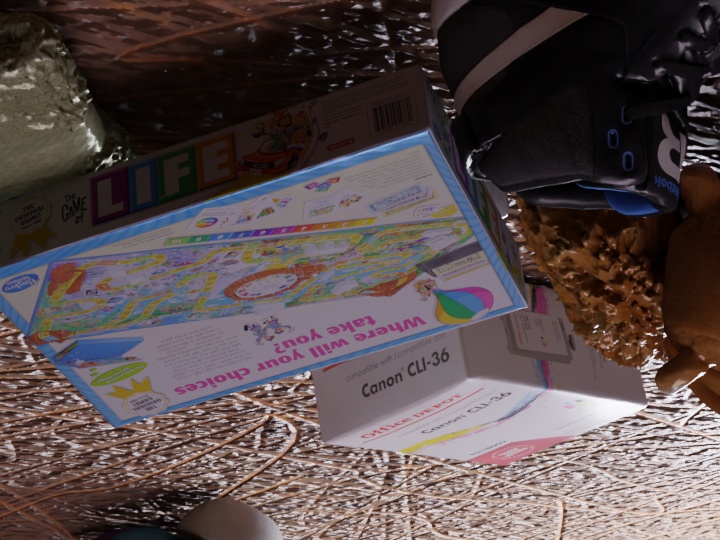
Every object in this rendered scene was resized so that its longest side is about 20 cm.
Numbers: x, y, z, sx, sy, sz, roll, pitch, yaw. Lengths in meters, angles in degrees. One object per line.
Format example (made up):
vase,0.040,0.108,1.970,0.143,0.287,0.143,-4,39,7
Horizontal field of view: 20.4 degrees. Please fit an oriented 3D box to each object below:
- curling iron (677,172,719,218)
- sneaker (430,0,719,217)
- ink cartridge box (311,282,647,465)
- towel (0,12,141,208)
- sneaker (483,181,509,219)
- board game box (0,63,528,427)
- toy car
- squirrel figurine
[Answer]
curling iron,0.208,-0.045,0.987,0.198,0.026,0.050,-12,-164,14
sneaker,0.126,-0.082,0.746,0.199,0.113,0.073,-21,157,26
ink cartridge box,0.052,0.055,1.118,0.199,0.068,0.116,12,150,-44
towel,-0.197,-0.047,0.799,0.198,0.037,0.149,-12,158,6
sneaker,0.000,0.000,0.957,0.091,0.076,0.200,0,158,-34
board game box,-0.044,-0.004,0.835,0.198,0.034,0.135,-17,143,13
toy car,-0.140,0.245,1.433,0.149,0.176,0.200,24,165,15
squirrel figurine,0.156,0.010,0.891,0.198,0.143,0.186,12,-175,26
